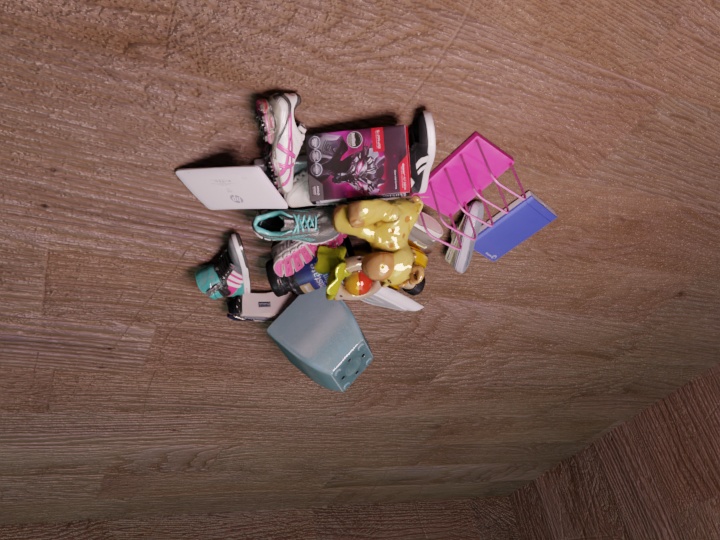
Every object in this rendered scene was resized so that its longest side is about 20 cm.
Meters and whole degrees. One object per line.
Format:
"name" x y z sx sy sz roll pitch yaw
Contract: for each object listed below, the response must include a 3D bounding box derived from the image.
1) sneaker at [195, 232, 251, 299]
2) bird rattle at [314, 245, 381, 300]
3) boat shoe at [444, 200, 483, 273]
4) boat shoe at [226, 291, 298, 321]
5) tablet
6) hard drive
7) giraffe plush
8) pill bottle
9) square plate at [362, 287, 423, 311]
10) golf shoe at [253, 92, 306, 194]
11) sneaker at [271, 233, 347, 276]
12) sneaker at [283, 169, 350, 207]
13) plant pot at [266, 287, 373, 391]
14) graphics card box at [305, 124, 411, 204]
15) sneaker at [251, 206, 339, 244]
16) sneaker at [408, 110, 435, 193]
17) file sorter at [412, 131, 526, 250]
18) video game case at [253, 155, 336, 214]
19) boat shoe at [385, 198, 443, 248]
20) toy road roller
"sneaker" -0.313 -0.002 1.403 0.117 0.085 0.203 -14 147 -15
"bird rattle" 0.000 0.000 1.340 0.194 0.115 0.165 -14 146 -14
"boat shoe" 0.243 -0.081 1.491 0.061 0.072 0.204 27 133 20
"boat shoe" -0.244 0.092 1.576 0.195 0.078 0.091 9 163 -38
"tablet" -0.247 -0.155 1.201 0.194 0.014 0.131 3 152 26
"hard drive" 0.369 -0.104 1.537 0.130 0.026 0.198 23 130 -41
"giraffe plush" 0.047 -0.048 1.190 0.193 0.168 0.172 -7 -178 -6
"pill bottle" -0.112 -0.013 1.425 0.194 0.115 0.113 -20 145 8
"square plate" 0.029 0.058 1.544 0.194 0.029 0.198 8 166 45
"golf shoe" -0.136 -0.227 1.147 0.090 0.073 0.204 -20 140 -16
"sneaker" -0.113 -0.073 1.348 0.197 0.088 0.074 -34 140 -4
"sneaker" -0.059 -0.161 1.233 0.194 0.083 0.076 -17 147 6
"plant pot" -0.080 0.181 1.559 0.196 0.199 0.198 -44 146 -12
"graphics card box" -0.004 -0.197 1.173 0.192 0.130 0.051 -4 179 5
"sneaker" -0.129 -0.089 1.253 0.192 0.081 0.091 -4 -177 6
"sneaker" 0.085 -0.222 1.240 0.108 0.075 0.203 -7 144 -7
"file sorter" 0.231 -0.157 1.331 0.136 0.128 0.199 20 133 -39
"video game case" -0.119 -0.165 1.295 0.193 0.024 0.184 -7 144 -11
"boat shoe" 0.089 -0.111 1.364 0.198 0.073 0.061 28 125 -22
"toy road roller" 0.072 -0.036 1.476 0.196 0.151 0.121 8 167 46
